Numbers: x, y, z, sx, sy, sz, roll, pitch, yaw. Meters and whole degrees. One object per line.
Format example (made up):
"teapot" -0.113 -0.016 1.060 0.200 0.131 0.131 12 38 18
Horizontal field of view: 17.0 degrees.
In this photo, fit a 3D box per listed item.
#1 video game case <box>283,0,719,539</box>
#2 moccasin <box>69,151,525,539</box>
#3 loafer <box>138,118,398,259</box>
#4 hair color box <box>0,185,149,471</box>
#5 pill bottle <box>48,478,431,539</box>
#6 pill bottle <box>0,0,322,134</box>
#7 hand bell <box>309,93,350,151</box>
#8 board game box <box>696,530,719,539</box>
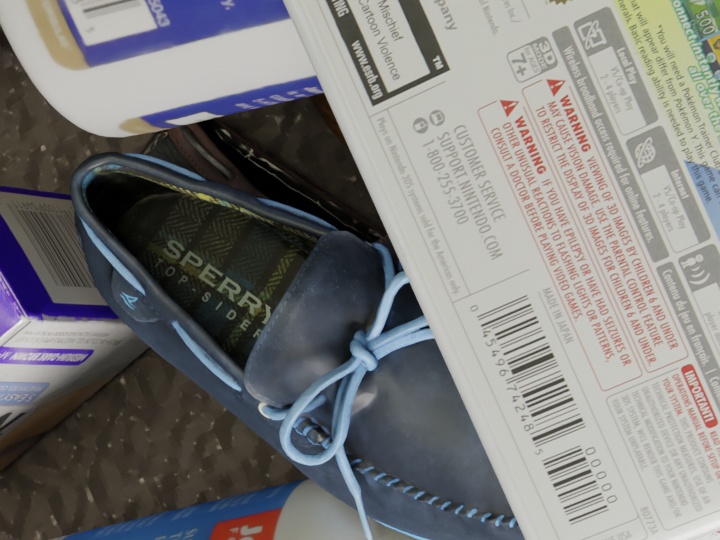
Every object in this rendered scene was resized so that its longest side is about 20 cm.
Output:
"video game case" 0.088 -0.042 0.599 0.181 0.022 0.201 -23 93 20
"moccasin" -0.014 0.026 0.721 0.199 0.068 0.081 23 76 27
"loafer" 0.000 0.000 0.800 0.199 0.072 0.063 23 92 26
"hair color box" -0.174 0.055 0.848 0.200 0.109 0.065 -38 74 17
"pill bottle" -0.030 0.127 0.780 0.199 0.112 0.113 -16 80 21
"pill bottle" 0.000 -0.116 0.693 0.198 0.120 0.121 -11 82 20
"hand bell" -0.033 -0.085 0.823 0.200 0.104 0.104 42 103 7
"board game box" 0.136 0.001 0.628 0.199 0.035 0.127 -20 86 20
